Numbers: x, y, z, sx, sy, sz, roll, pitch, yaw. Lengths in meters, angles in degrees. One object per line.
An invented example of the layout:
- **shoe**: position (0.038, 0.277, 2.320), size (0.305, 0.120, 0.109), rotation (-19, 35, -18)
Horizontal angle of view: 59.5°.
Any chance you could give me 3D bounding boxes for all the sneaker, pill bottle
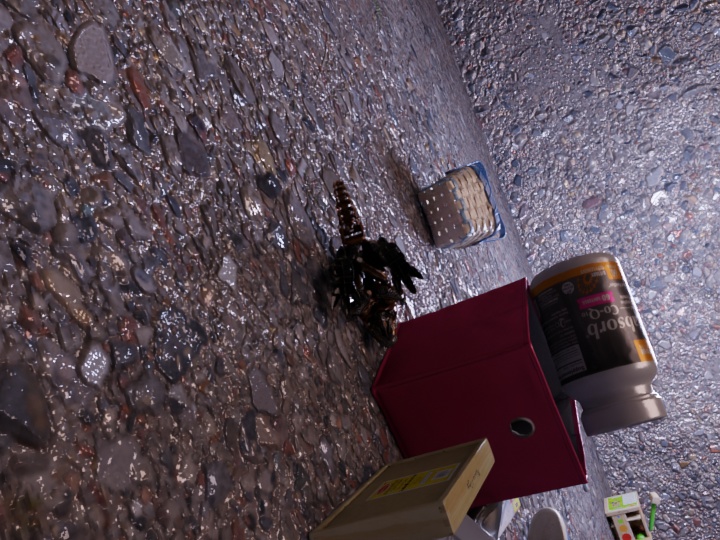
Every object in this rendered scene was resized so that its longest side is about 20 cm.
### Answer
- **sneaker**: position (0.144, 0.343, 0.807), size (0.200, 0.075, 0.092), rotation (-36, 111, -60)
- **pill bottle**: position (0.289, 0.090, 0.767), size (0.116, 0.115, 0.202), rotation (27, 45, -61)
- **sneaker**: position (0.364, 0.543, 1.148), size (0.111, 0.076, 0.202), rotation (34, 44, -48)

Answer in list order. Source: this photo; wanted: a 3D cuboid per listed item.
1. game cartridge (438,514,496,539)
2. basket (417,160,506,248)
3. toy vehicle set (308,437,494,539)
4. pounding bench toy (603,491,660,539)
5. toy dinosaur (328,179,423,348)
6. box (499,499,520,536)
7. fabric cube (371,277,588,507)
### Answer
- **game cartridge**: position (0.086, 0.336, 0.603), size (0.133, 0.040, 0.201), rotation (41, 41, -15)
- **basket**: position (0.222, -0.137, 1.316), size (0.199, 0.139, 0.178), rotation (-16, 86, -39)
- **toy vehicle set**: position (0.049, 0.210, 0.592), size (0.200, 0.123, 0.027), rotation (-1, 71, -69)
- **pounding bench toy**: position (1.023, 0.918, 2.316), size (0.158, 0.198, 0.124), rotation (69, 20, 1)
- **toy dinosaur**: position (0.000, 0.000, 0.751), size (0.201, 0.102, 0.136), rotation (51, 0, -9)
- **box**: position (0.198, 0.327, 0.990), size (0.200, 0.037, 0.138), rotation (15, 57, -66)
- **fabric cube**: position (0.156, 0.159, 0.813), size (0.198, 0.198, 0.200), rotation (65, 20, -14)
